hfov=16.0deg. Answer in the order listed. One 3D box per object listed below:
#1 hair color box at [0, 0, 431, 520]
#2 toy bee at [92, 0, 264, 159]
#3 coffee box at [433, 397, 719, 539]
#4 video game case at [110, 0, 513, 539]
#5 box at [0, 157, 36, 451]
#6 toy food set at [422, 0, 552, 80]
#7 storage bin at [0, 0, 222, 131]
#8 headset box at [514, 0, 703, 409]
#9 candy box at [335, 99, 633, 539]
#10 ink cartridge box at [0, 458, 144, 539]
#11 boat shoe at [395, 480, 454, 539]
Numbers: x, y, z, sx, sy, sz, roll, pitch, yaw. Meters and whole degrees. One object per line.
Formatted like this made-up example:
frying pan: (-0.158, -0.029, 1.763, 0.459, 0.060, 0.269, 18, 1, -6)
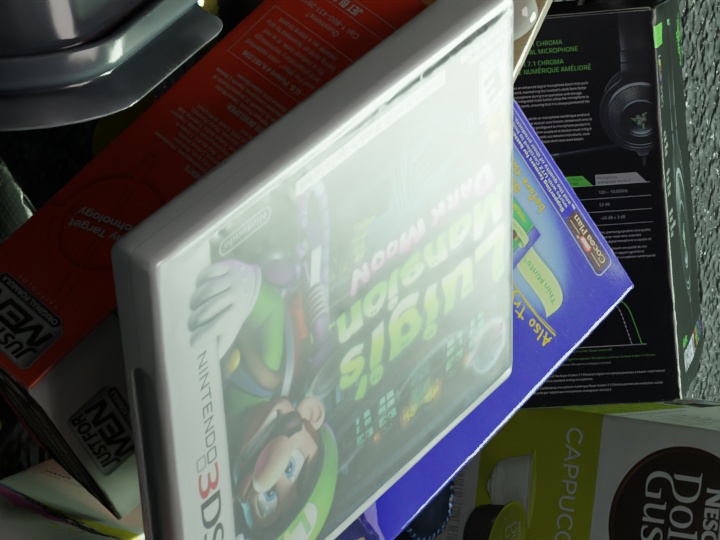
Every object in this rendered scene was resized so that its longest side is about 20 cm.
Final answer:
hair color box: (-0.050, -0.015, 0.942, 0.200, 0.061, 0.102, -44, 146, -14)
toy bee: (-0.071, -0.109, 0.962, 0.200, 0.108, 0.132, -60, 149, -51)
coffee box: (0.166, 0.173, 1.354, 0.200, 0.197, 0.201, 4, 92, -58)
video game case: (-0.008, 0.017, 0.910, 0.200, 0.023, 0.183, -40, 141, -38)
box: (-0.189, 0.033, 0.904, 0.201, 0.044, 0.161, -62, 143, -30)
toy food set: (0.045, -0.167, 1.022, 0.144, 0.060, 0.200, -64, 153, -19)
storage bin: (-0.152, -0.125, 0.779, 0.146, 0.199, 0.135, -50, 137, -62)
headset box: (0.114, -0.046, 1.266, 0.174, 0.092, 0.201, -33, 119, -77)
candy box: (0.000, 0.000, 1.089, 0.200, 0.077, 0.170, -42, 103, -39)
ink cartridge box: (-0.121, 0.142, 0.960, 0.200, 0.067, 0.117, -21, 126, -70)
boat shoe: (0.022, 0.049, 1.220, 0.084, 0.068, 0.201, -47, 134, -44)
